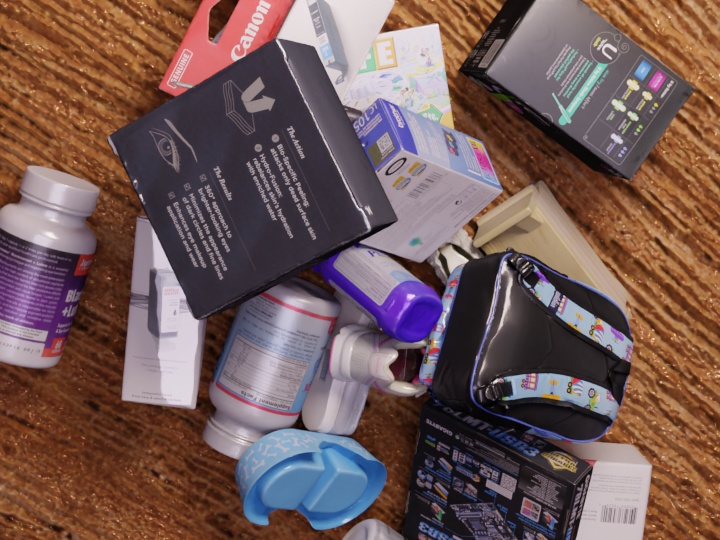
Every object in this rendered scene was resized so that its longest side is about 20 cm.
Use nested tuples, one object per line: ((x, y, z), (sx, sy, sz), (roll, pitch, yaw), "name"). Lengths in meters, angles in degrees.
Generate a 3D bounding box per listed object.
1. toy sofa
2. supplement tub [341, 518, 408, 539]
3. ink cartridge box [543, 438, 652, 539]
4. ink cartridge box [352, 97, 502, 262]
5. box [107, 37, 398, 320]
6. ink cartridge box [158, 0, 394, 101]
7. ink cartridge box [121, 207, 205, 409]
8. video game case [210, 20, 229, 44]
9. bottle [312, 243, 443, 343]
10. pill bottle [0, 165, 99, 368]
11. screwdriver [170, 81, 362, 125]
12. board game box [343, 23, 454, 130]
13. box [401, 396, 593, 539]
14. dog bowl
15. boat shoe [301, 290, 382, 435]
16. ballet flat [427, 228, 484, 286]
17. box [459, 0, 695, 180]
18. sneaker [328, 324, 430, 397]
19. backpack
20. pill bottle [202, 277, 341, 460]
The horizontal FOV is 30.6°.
((0.222, 0.002, 1.511), (0.083, 0.098, 0.200), (-33, 104, 26), "toy sofa")
((0.058, 0.391, 1.538), (0.200, 0.123, 0.123), (36, 95, -12), "supplement tub")
((0.254, 0.309, 1.562), (0.146, 0.083, 0.202), (5, 100, -6), "ink cartridge box")
((0.032, -0.094, 1.372), (0.199, 0.077, 0.136), (15, 133, -46), "ink cartridge box")
((-0.100, -0.087, 1.265), (0.199, 0.117, 0.198), (-27, 88, 17), "box")
((-0.088, -0.233, 1.362), (0.175, 0.045, 0.201), (27, 96, -12), "ink cartridge box")
((-0.206, 0.031, 1.429), (0.084, 0.146, 0.202), (7, 100, -6), "ink cartridge box")
((-0.069, -0.207, 1.451), (0.200, 0.045, 0.181), (42, 93, -11), "video game case")
((0.000, 0.000, 1.431), (0.066, 0.200, 0.083), (-56, 145, 8), "bottle")
((-0.351, -0.006, 1.425), (0.111, 0.111, 0.201), (18, 99, -9), "pill bottle")
((-0.094, -0.167, 1.336), (0.198, 0.028, 0.029), (6, 72, -11), "screwdriver")
((-0.004, -0.182, 1.421), (0.198, 0.034, 0.136), (-11, 101, -4), "board game box")
((0.148, 0.259, 1.474), (0.199, 0.050, 0.200), (25, 128, 27), "box")
((-0.059, 0.232, 1.483), (0.199, 0.050, 0.112), (16, 118, -46), "dog bowl")
((-0.005, 0.094, 1.507), (0.068, 0.072, 0.202), (15, 88, -37), "boat shoe")
((0.135, 0.031, 1.507), (0.072, 0.072, 0.200), (-38, 103, 2), "ballet flat")
((0.231, -0.207, 1.428), (0.199, 0.149, 0.125), (34, 95, -11), "box")
((0.062, 0.104, 1.470), (0.199, 0.088, 0.082), (-4, 106, -42), "sneaker")
((0.187, 0.089, 1.408), (0.199, 0.134, 0.184), (22, 75, -26), "backpack")
((-0.105, 0.108, 1.474), (0.108, 0.109, 0.201), (21, 98, -9), "pill bottle")
